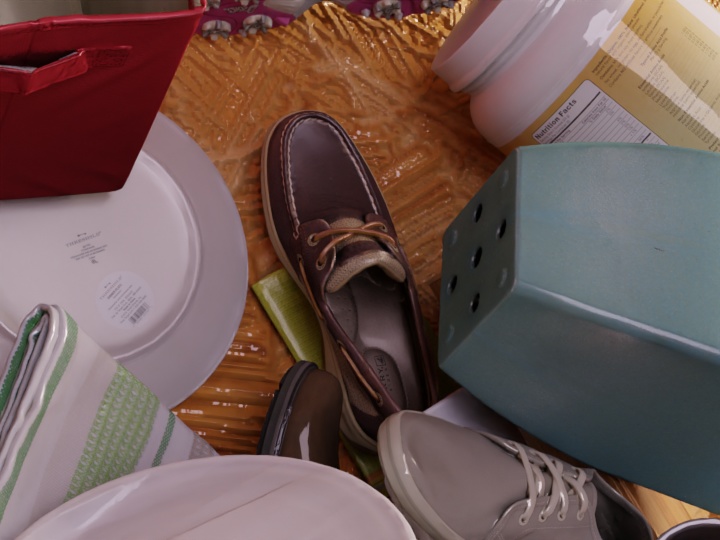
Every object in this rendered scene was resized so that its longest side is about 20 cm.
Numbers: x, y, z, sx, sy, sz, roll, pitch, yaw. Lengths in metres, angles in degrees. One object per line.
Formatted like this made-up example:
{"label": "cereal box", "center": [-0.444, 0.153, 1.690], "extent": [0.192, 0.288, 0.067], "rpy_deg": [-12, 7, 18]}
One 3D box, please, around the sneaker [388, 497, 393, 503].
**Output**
{"label": "sneaker", "center": [0.065, 0.211, 1.082], "extent": [0.088, 0.080, 0.200], "rpy_deg": [-14, 86, -31]}

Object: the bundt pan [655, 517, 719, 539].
{"label": "bundt pan", "center": [0.198, 0.227, 1.014], "extent": [0.202, 0.076, 0.202], "rpy_deg": [0, 70, -1]}

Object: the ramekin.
{"label": "ramekin", "center": [-0.066, 0.173, 0.873], "extent": [0.202, 0.202, 0.094], "rpy_deg": [-25, 123, -27]}

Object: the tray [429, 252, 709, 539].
{"label": "tray", "center": [0.122, 0.074, 1.137], "extent": [0.200, 0.037, 0.099], "rpy_deg": [57, 26, 2]}

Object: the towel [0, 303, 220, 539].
{"label": "towel", "center": [-0.116, 0.128, 0.988], "extent": [0.200, 0.031, 0.149], "rpy_deg": [47, 50, -40]}

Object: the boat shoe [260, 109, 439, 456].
{"label": "boat shoe", "center": [0.000, 0.000, 1.100], "extent": [0.072, 0.072, 0.200], "rpy_deg": [-10, 79, -20]}

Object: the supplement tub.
{"label": "supplement tub", "center": [0.155, -0.102, 1.173], "extent": [0.200, 0.144, 0.144], "rpy_deg": [39, 64, -8]}

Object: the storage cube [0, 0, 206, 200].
{"label": "storage cube", "center": [-0.198, -0.147, 1.002], "extent": [0.171, 0.180, 0.200], "rpy_deg": [-9, 66, -25]}

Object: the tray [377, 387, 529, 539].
{"label": "tray", "center": [0.069, 0.116, 1.078], "extent": [0.107, 0.022, 0.200], "rpy_deg": [61, 28, 3]}

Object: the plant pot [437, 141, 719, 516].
{"label": "plant pot", "center": [0.148, 0.021, 1.053], "extent": [0.200, 0.141, 0.141], "rpy_deg": [16, 54, -17]}

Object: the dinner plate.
{"label": "dinner plate", "center": [-0.152, -0.012, 1.084], "extent": [0.200, 0.024, 0.200], "rpy_deg": [6, 73, -21]}

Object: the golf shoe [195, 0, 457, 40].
{"label": "golf shoe", "center": [-0.016, -0.191, 1.151], "extent": [0.200, 0.075, 0.092], "rpy_deg": [-6, 64, -8]}

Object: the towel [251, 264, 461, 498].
{"label": "towel", "center": [0.023, 0.074, 1.134], "extent": [0.086, 0.018, 0.200], "rpy_deg": [-30, 87, -28]}

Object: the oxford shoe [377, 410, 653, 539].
{"label": "oxford shoe", "center": [0.082, 0.114, 1.018], "extent": [0.200, 0.058, 0.075], "rpy_deg": [31, 41, -40]}

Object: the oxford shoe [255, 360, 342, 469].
{"label": "oxford shoe", "center": [-0.012, 0.146, 1.053], "extent": [0.084, 0.073, 0.200], "rpy_deg": [-5, 80, 16]}
